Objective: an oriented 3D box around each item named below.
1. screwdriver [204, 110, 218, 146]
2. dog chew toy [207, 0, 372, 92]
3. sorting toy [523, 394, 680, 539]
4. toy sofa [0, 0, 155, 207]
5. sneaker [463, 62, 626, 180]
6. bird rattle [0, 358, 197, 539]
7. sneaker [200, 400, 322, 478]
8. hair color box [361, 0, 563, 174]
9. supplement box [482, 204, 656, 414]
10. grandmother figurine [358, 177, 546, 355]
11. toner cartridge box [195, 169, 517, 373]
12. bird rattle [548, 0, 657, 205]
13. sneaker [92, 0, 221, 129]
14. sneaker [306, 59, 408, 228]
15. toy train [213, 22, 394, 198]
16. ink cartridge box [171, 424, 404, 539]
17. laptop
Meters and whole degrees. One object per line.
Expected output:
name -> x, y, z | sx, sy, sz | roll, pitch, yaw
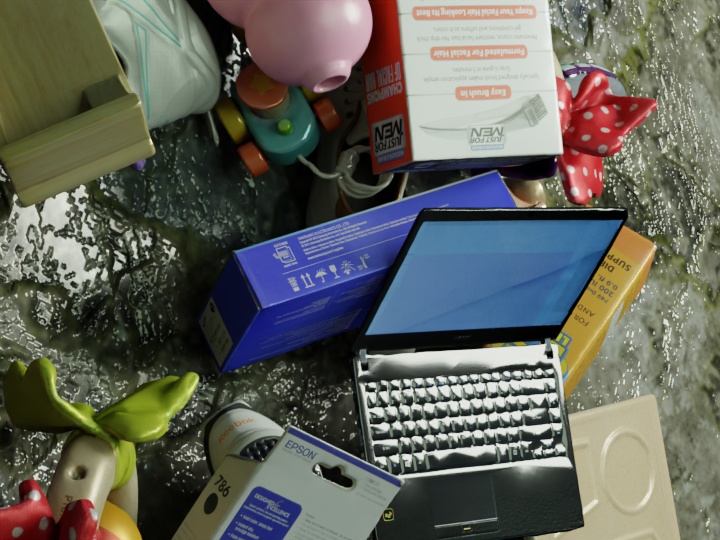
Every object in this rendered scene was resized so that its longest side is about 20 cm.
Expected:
screwdriver -> -0.117, -0.178, 1.191 | 0.029, 0.028, 0.201 | -41, 115, -71
dog chew toy -> -0.053, -0.203, 1.134 | 0.124, 0.124, 0.201 | -7, 71, -44
sorting toy -> 0.179, 0.199, 1.401 | 0.199, 0.036, 0.187 | -8, 88, -49
toy sofa -> -0.190, -0.140, 1.037 | 0.082, 0.098, 0.201 | -23, 75, -9
sneaker -> 0.136, -0.096, 1.364 | 0.199, 0.075, 0.088 | -13, 49, -37
bird rattle -> -0.146, 0.146, 1.007 | 0.201, 0.112, 0.164 | -89, 178, -47
sneaker -> -0.041, 0.161, 1.170 | 0.073, 0.080, 0.201 | -29, 124, -12
hair color box -> 0.057, -0.166, 1.167 | 0.110, 0.064, 0.202 | -4, 86, -26
supplement box -> 0.132, 0.052, 1.322 | 0.066, 0.069, 0.200 | 31, 67, 12
grandmother figurine -> 0.066, 0.001, 1.308 | 0.200, 0.060, 0.122 | -40, 112, -41
toner cartridge box -> 0.000, 0.000, 1.182 | 0.199, 0.095, 0.043 | -18, 71, -29
bird rattle -> 0.093, -0.128, 1.265 | 0.162, 0.113, 0.201 | -18, 83, -32
sneaker -> -0.154, -0.179, 1.126 | 0.080, 0.070, 0.201 | -28, 100, -35
sneaker -> 0.009, -0.111, 1.249 | 0.072, 0.085, 0.202 | 6, 77, -23
toy train -> -0.020, -0.152, 1.196 | 0.056, 0.149, 0.201 | 63, 36, -68
ink cartridge box -> -0.068, 0.181, 1.092 | 0.099, 0.039, 0.201 | 31, 97, -35
laptop -> 0.092, 0.069, 1.182 | 0.176, 0.103, 0.202 | -1, 79, -35
